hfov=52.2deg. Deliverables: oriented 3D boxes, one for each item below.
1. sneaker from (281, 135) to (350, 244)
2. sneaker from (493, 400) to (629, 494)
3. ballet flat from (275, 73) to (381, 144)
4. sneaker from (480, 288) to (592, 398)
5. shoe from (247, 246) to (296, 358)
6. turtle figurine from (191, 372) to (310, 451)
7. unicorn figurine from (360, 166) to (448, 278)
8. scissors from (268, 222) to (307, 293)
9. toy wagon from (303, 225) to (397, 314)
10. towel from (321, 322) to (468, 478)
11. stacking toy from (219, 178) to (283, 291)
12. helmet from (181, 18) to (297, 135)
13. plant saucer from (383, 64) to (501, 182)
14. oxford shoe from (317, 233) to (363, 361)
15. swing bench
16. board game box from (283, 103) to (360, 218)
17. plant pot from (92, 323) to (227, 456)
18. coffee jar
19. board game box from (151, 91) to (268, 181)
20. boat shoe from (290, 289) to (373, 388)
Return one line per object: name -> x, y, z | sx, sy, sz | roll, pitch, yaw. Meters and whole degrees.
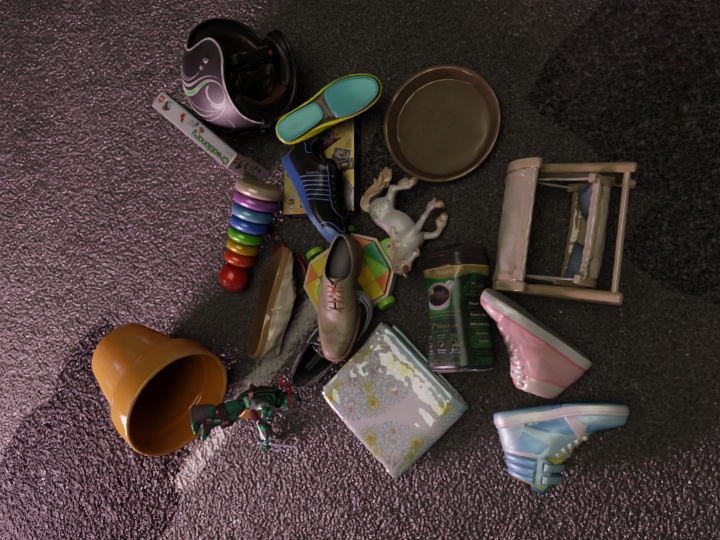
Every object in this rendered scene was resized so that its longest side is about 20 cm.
sneaker -> -0.058, -0.133, 1.229 | 0.078, 0.070, 0.200 | -35, 74, 17
sneaker -> 0.305, 0.263, 1.095 | 0.199, 0.079, 0.131 | -12, 78, 27
ballet flat -> -0.052, -0.274, 1.244 | 0.199, 0.067, 0.067 | -25, 92, 15
sneaker -> 0.242, 0.120, 1.109 | 0.200, 0.075, 0.105 | 36, 103, -8
shoe -> -0.146, 0.058, 1.280 | 0.070, 0.053, 0.201 | 22, 98, 62
turtle figurine -> -0.178, 0.244, 1.244 | 0.199, 0.150, 0.101 | -8, 48, 0
unicorn figurine -> 0.073, -0.074, 1.205 | 0.137, 0.074, 0.200 | -42, 52, -5
scissors -> -0.142, -0.051, 1.317 | 0.073, 0.014, 0.201 | -17, 78, 19
toy wagon -> 0.000, 0.000, 1.247 | 0.200, 0.040, 0.155 | -33, 75, 13
towel -> 0.052, 0.208, 1.204 | 0.200, 0.048, 0.171 | 46, 102, 18
stacking toy -> -0.201, -0.056, 1.300 | 0.085, 0.085, 0.201 | 21, 104, 20
helmet -> -0.217, -0.337, 1.281 | 0.190, 0.200, 0.201 | 17, 90, 51
plant saucer -> 0.137, -0.244, 1.233 | 0.199, 0.029, 0.201 | -2, 84, 18
oxford shoe -> -0.040, 0.040, 1.145 | 0.070, 0.075, 0.201 | 0, 80, 13
swing bench -> 0.300, -0.058, 1.104 | 0.199, 0.130, 0.200 | 6, 86, 20
board game box -> -0.068, -0.196, 1.295 | 0.135, 0.035, 0.201 | -1, 84, 19
plant pot -> -0.367, 0.188, 1.284 | 0.183, 0.200, 0.201 | 30, 94, 34
coffee jar -> 0.154, 0.058, 1.156 | 0.104, 0.085, 0.201 | -11, 79, 53
board game box -> -0.267, -0.236, 1.319 | 0.200, 0.126, 0.035 | 40, 97, 19
boat shoe -> -0.052, 0.118, 1.209 | 0.072, 0.068, 0.200 | 40, 114, -3
